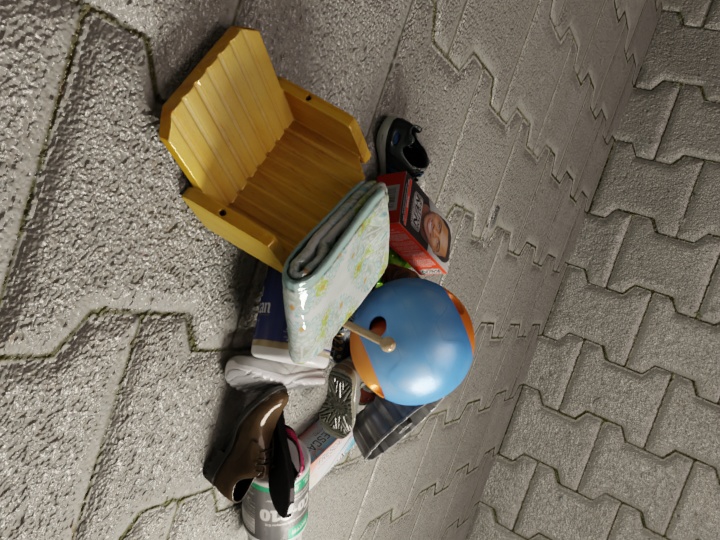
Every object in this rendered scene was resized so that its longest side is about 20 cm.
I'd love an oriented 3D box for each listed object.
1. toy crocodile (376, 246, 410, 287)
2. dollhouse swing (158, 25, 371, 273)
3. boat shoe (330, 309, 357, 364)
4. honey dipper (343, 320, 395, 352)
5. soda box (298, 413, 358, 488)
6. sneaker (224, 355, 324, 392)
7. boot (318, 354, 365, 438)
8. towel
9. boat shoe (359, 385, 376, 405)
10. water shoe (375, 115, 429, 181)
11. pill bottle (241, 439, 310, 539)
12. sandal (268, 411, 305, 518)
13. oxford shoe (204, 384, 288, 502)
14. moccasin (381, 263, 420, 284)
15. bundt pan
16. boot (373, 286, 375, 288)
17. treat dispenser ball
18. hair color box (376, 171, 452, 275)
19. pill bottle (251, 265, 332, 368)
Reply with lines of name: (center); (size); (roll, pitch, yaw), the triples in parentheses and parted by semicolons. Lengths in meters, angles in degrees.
toy crocodile: (0.057, -0.018, 1.209); (0.199, 0.062, 0.068); (-16, 150, -51)
dollhouse swing: (-0.098, -0.141, 0.735); (0.201, 0.181, 0.176); (-57, 171, -20)
boat shoe: (-0.041, 0.108, 1.104); (0.091, 0.071, 0.200); (-60, 152, -13)
honey dipper: (-0.030, 0.075, 0.958); (0.038, 0.199, 0.038); (-31, 132, -42)
soda box: (-0.078, 0.339, 1.211); (0.200, 0.063, 0.069); (-33, 136, -48)
sneaker: (-0.136, 0.142, 0.985); (0.200, 0.074, 0.083); (18, 57, -57)
boot: (0.010, 0.187, 1.160); (0.200, 0.072, 0.183); (-44, 155, -52)
towel: (-0.026, 0.002, 0.799); (0.200, 0.048, 0.172); (-50, 154, -34)
boat shoe: (0.064, 0.201, 1.279); (0.200, 0.071, 0.063); (-31, 148, -40)
water shoe: (0.079, -0.176, 1.111); (0.072, 0.079, 0.200); (-55, 150, -23)
pill bottle: (-0.142, 0.384, 1.071); (0.113, 0.113, 0.201); (-33, 137, -48)
sandal: (-0.114, 0.276, 0.980); (0.045, 0.201, 0.075); (12, 132, -27)
oxford shoe: (-0.151, 0.260, 0.951); (0.073, 0.084, 0.201); (3, 121, -57)
moccasin: (0.080, 0.041, 1.186); (0.074, 0.078, 0.201); (-54, 155, -2)
bundt pan: (0.064, 0.272, 1.218); (0.201, 0.076, 0.202); (-34, 159, -15)
boot: (0.000, 0.000, 1.034); (0.132, 0.069, 0.201); (67, 24, -52)
treat dispenser ball: (0.082, 0.113, 1.019); (0.201, 0.200, 0.202); (-40, 142, -42)
hair color box: (0.094, -0.078, 1.125); (0.200, 0.061, 0.102); (39, 54, -51)
pill bottle: (-0.084, 0.031, 0.907); (0.111, 0.110, 0.201); (32, 65, -62)
